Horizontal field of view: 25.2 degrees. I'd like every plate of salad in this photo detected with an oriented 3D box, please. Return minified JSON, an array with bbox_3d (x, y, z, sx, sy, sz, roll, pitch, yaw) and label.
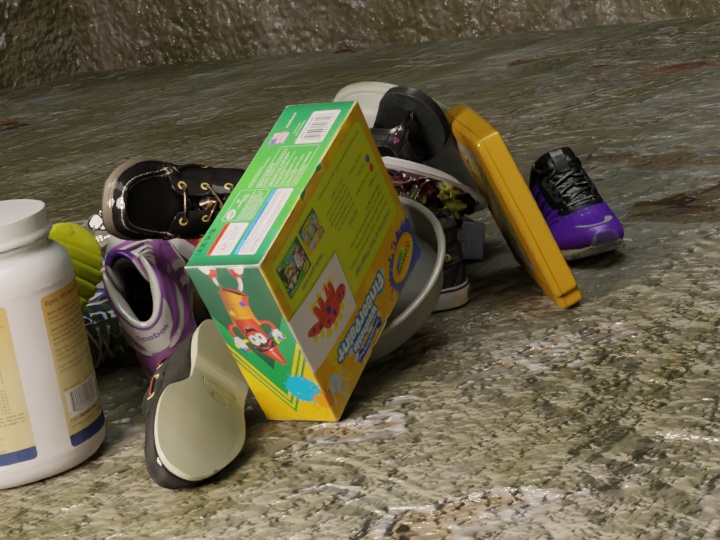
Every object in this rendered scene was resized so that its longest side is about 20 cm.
[{"bbox_3d":[0.024,-0.072,1.563,0.199,0.048,0.200,11,-9,2],"label":"plate of salad"}]

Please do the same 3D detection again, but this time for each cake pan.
[{"bbox_3d":[-0.014,0.014,1.418,0.199,0.037,0.201,-16,40,14],"label":"cake pan"}]

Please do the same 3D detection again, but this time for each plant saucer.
[{"bbox_3d":[0.051,-0.116,1.683,0.200,0.200,0.050,6,59,46],"label":"plant saucer"}]

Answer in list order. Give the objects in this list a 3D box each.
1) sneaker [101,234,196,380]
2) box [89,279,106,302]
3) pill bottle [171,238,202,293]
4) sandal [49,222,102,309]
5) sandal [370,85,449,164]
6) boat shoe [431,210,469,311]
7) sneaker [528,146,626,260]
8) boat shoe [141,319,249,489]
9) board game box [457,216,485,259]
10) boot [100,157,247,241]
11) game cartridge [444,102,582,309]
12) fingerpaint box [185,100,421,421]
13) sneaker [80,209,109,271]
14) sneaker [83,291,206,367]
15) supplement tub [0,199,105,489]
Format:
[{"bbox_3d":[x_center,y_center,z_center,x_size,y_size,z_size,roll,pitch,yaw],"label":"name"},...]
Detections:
[{"bbox_3d":[-0.195,0.000,1.430,0.072,0.115,0.201,-27,45,-3],"label":"sneaker"},{"bbox_3d":[-0.287,0.018,1.749,0.121,0.033,0.200,-3,18,23],"label":"box"},{"bbox_3d":[-0.133,-0.019,1.632,0.114,0.115,0.200,-14,15,-17],"label":"pill bottle"},{"bbox_3d":[-0.297,0.046,1.430,0.087,0.079,0.201,-21,39,60],"label":"sandal"},{"bbox_3d":[0.033,-0.116,1.578,0.048,0.075,0.200,-59,2,-25],"label":"sandal"},{"bbox_3d":[0.000,0.000,1.514,0.199,0.091,0.071,-11,14,-7],"label":"boat shoe"},{"bbox_3d":[0.209,-0.073,1.641,0.069,0.100,0.200,-13,14,-7],"label":"sneaker"},{"bbox_3d":[-0.131,0.112,1.238,0.063,0.074,0.202,-45,15,21],"label":"boat shoe"},{"bbox_3d":[0.002,-0.050,1.714,0.199,0.044,0.199,2,9,-20],"label":"board game box"},{"bbox_3d":[-0.118,-0.057,1.413,0.150,0.074,0.200,5,1,27],"label":"boot"},{"bbox_3d":[0.139,-0.063,1.503,0.032,0.177,0.200,-28,13,3],"label":"game cartridge"},{"bbox_3d":[-0.040,-0.008,1.286,0.073,0.167,0.200,-1,42,30],"label":"fingerpaint box"},{"bbox_3d":[-0.298,-0.014,1.703,0.199,0.077,0.085,-16,-6,5],"label":"sneaker"},{"bbox_3d":[-0.246,0.066,1.499,0.199,0.067,0.090,-3,30,5],"label":"sneaker"},{"bbox_3d":[-0.286,0.055,1.262,0.144,0.201,0.144,-9,14,2],"label":"supplement tub"}]
